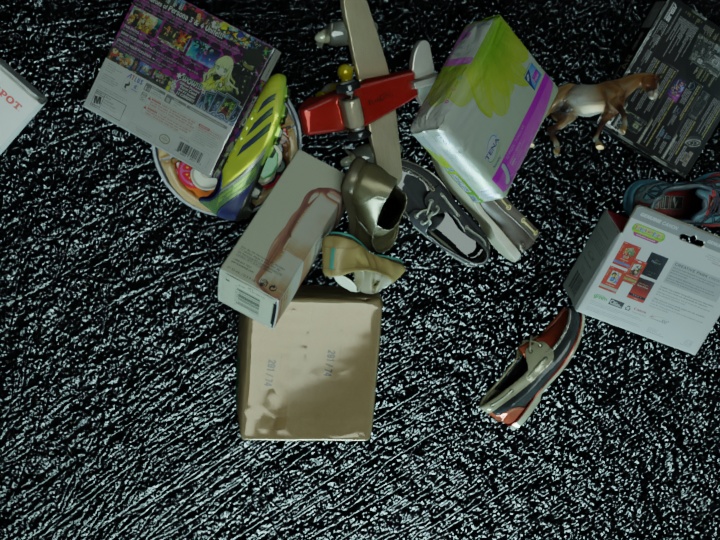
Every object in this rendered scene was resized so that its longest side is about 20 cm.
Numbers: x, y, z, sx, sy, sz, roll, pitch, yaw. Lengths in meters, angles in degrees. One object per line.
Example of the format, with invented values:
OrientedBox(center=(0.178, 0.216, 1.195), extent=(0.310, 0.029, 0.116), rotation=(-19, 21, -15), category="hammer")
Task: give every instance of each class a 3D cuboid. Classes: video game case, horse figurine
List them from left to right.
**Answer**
OrientedBox(center=(-0.227, -0.241, 1.375), extent=(0.199, 0.036, 0.182), rotation=(28, 97, 10), category="video game case")
OrientedBox(center=(0.297, -0.212, 1.460), extent=(0.199, 0.133, 0.050), rotation=(-7, 137, 34), category="horse figurine")

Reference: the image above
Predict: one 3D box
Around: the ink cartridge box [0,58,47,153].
OrientedBox(center=(-0.509, -0.186, 1.351), extent=(0.144, 0.085, 0.200), rotation=(42, 94, -15), category="ink cartridge box")

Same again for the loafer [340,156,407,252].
OrientedBox(center=(0.024, -0.073, 1.418), extent=(0.067, 0.200, 0.076), rotation=(25, 75, 20), category="loafer")

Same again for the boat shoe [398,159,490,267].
OrientedBox(center=(0.105, -0.078, 1.489), extent=(0.200, 0.063, 0.073), rotation=(43, 95, -14), category="boat shoe")

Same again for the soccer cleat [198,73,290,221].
OrientedBox(center=(-0.149, -0.162, 1.396), extent=(0.083, 0.065, 0.201), rotation=(20, 98, -6), category="soccer cleat")

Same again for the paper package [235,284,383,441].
OrientedBox(center=(-0.073, 0.121, 1.481), extent=(0.190, 0.103, 0.201), rotation=(2, 102, -8), category="paper package")

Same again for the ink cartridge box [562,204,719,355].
OrientedBox(center=(0.419, -0.001, 1.529), extent=(0.199, 0.084, 0.176), rotation=(20, 113, -14), category="ink cartridge box")

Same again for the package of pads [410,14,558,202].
OrientedBox(center=(0.162, -0.212, 1.414), extent=(0.154, 0.068, 0.200), rotation=(42, 64, -32), category="package of pads")

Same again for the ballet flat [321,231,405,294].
OrientedBox(center=(0.000, 0.000, 1.435), extent=(0.068, 0.200, 0.063), rotation=(3, 80, 28), category="ballet flat")

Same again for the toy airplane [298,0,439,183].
OrientedBox(center=(0.008, -0.230, 1.417), extent=(0.199, 0.141, 0.201), rotation=(30, 74, -42), category="toy airplane")

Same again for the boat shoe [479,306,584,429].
OrientedBox(center=(0.248, 0.132, 1.559), extent=(0.062, 0.071, 0.200), rotation=(31, 99, -12), category="boat shoe")

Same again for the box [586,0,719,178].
OrientedBox(center=(0.435, -0.255, 1.519), extent=(0.160, 0.044, 0.201), rotation=(28, 96, -14), category="box")

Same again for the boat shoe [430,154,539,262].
OrientedBox(center=(0.172, -0.102, 1.494), extent=(0.059, 0.072, 0.200), rotation=(-42, 109, -5), category="boat shoe")

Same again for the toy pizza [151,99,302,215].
OrientedBox(center=(-0.175, -0.169, 1.439), extent=(0.199, 0.032, 0.201), rotation=(-2, 102, -10), category="toy pizza")

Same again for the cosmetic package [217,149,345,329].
OrientedBox(center=(-0.095, -0.040, 1.391), extent=(0.087, 0.103, 0.200), rotation=(27, 66, 5), category="cosmetic package")

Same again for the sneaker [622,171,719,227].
OrientedBox(center=(0.478, -0.091, 1.534), extent=(0.199, 0.096, 0.080), rotation=(-7, 103, -8), category="sneaker")
